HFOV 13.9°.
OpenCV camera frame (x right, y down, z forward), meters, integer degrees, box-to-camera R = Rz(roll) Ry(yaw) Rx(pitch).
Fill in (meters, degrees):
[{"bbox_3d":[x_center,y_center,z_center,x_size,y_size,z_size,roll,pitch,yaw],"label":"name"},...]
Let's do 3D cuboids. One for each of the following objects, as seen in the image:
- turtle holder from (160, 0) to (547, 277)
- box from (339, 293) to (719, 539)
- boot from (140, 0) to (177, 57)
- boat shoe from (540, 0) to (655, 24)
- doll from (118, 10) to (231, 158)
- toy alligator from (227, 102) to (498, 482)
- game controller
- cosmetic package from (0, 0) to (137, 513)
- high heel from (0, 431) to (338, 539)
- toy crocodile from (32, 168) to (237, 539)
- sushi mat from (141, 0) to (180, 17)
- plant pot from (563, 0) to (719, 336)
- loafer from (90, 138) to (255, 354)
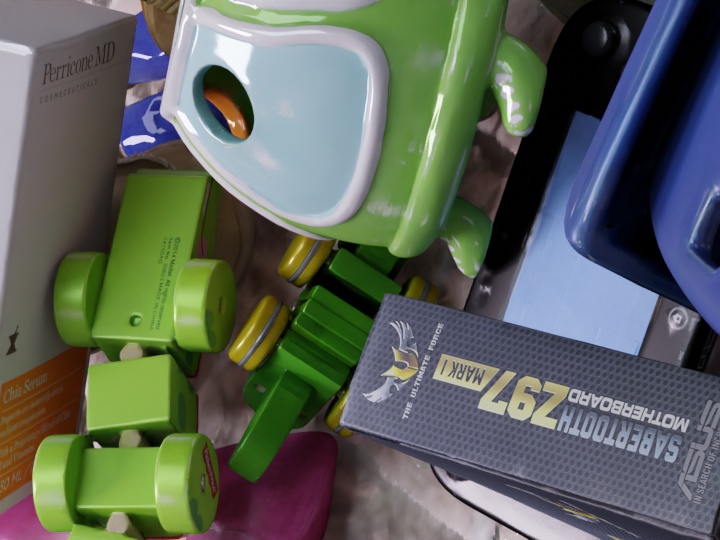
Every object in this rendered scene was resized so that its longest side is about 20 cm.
[{"bbox_3d":[0.000,-0.091,1.083,0.186,0.131,0.142,113,168,-65],"label":"turtle holder"},{"bbox_3d":[0.115,0.071,0.946,0.157,0.200,0.051,15,82,44],"label":"box"},{"bbox_3d":[-0.082,-0.195,1.246,0.144,0.070,0.202,21,104,56],"label":"boot"},{"bbox_3d":[0.134,-0.121,1.100,0.060,0.072,0.201,-36,25,-24],"label":"boat shoe"},{"bbox_3d":[-0.036,-0.101,1.253,0.199,0.048,0.137,-14,84,37],"label":"doll"},{"bbox_3d":[0.000,0.000,1.187,0.201,0.059,0.054,-59,8,-16],"label":"toy alligator"},{"bbox_3d":[0.089,0.003,1.090,0.104,0.042,0.201,29,104,47],"label":"game controller"},{"bbox_3d":[-0.153,-0.007,1.193,0.071,0.101,0.201,14,107,17],"label":"cosmetic package"},{"bbox_3d":[-0.092,0.097,1.234,0.200,0.067,0.096,5,60,52],"label":"high heel"},{"bbox_3d":[-0.085,0.051,1.171,0.067,0.062,0.201,-2,64,15],"label":"toy crocodile"},{"bbox_3d":[0.006,-0.145,1.146,0.200,0.095,0.012,-35,42,31],"label":"sushi mat"},{"bbox_3d":[0.194,-0.042,0.926,0.180,0.199,0.201,27,93,52],"label":"plant pot"},{"bbox_3d":[-0.125,0.004,1.273,0.200,0.068,0.076,-28,87,40],"label":"loafer"}]
